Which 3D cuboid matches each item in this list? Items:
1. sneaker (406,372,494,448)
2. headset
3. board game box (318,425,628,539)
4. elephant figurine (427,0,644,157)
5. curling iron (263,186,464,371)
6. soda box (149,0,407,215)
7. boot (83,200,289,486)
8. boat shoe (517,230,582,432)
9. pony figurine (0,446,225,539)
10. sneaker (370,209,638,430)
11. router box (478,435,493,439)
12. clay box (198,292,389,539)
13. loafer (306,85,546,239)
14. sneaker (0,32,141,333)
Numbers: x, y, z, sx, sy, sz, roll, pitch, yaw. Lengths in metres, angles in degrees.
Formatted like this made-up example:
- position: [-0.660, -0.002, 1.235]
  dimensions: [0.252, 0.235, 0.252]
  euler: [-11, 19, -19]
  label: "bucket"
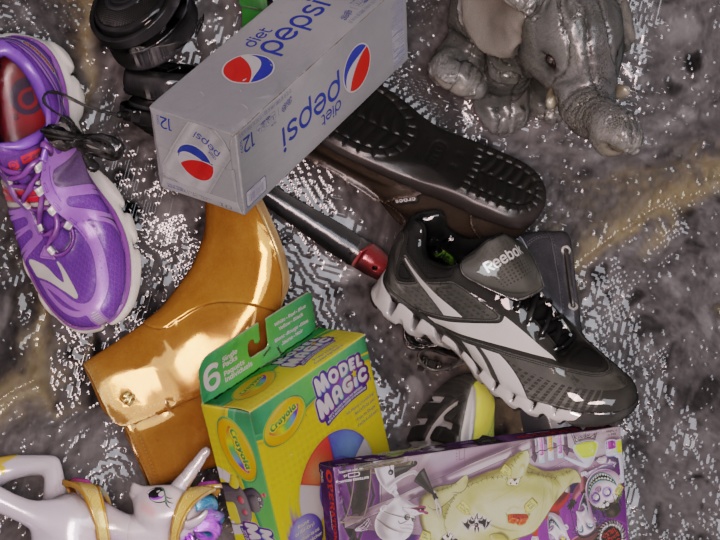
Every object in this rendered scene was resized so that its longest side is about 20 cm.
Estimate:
- position: [0.081, 0.169, 1.400]
  dimensions: [0.090, 0.078, 0.201]
  euler: [2, 91, -22]
  label: "sneaker"
- position: [-0.121, -0.132, 1.326]
  dimensions: [0.200, 0.094, 0.124]
  euler: [-39, 130, -33]
  label: "headset"
- position: [0.074, 0.165, 1.285]
  dimensions: [0.199, 0.032, 0.120]
  euler: [-6, 97, -23]
  label: "board game box"
- position: [0.132, -0.163, 1.357]
  dimensions: [0.155, 0.200, 0.142]
  euler: [43, 79, -7]
  label: "elephant figurine"
- position: [0.000, 0.000, 1.408]
  dimensions: [0.200, 0.026, 0.050]
  euler: [40, 76, -8]
  label: "curling iron"
- position: [-0.048, -0.120, 1.329]
  dimensions: [0.068, 0.064, 0.200]
  euler: [19, 44, 26]
  label: "soda box"
- position: [-0.115, 0.032, 1.358]
  dimensions: [0.144, 0.071, 0.202]
  euler: [-20, 96, -13]
  label: "boot"
- position: [0.141, 0.068, 1.420]
  dimensions: [0.066, 0.070, 0.201]
  euler: [-13, 83, -12]
  label: "boat shoe"
- position: [-0.185, 0.199, 1.306]
  dimensions: [0.199, 0.167, 0.194]
  euler: [6, 78, 3]
  label: "pony figurine"
- position: [0.093, 0.026, 1.323]
  dimensions: [0.200, 0.091, 0.066]
  euler: [32, 40, 26]
  label: "sneaker"
- position: [0.074, 0.231, 1.329]
  dimensions: [0.200, 0.052, 0.157]
  euler: [-47, 109, -16]
  label: "router box"
- position: [-0.034, 0.126, 1.327]
  dimensions: [0.115, 0.048, 0.200]
  euler: [-33, 120, -42]
  label: "clay box"
- position: [0.023, -0.064, 1.386]
  dimensions: [0.200, 0.071, 0.073]
  euler: [29, 46, 10]
  label: "loafer"
- position: [-0.206, -0.054, 1.327]
  dimensions: [0.080, 0.083, 0.200]
  euler: [-21, 88, 13]
  label: "sneaker"
